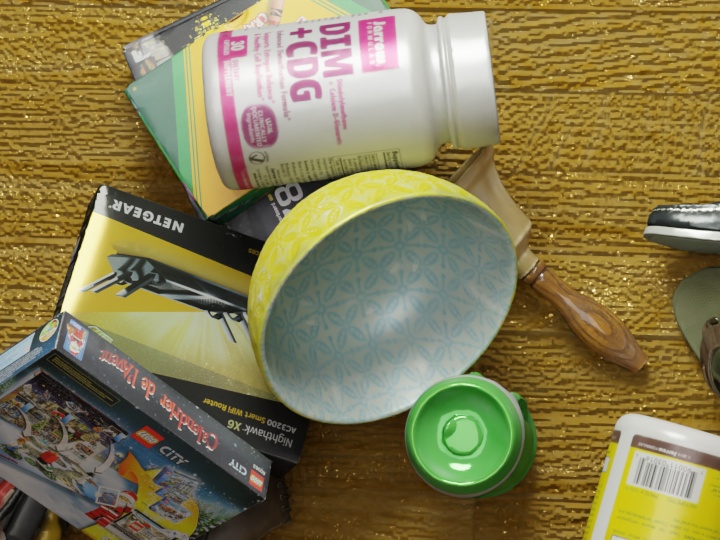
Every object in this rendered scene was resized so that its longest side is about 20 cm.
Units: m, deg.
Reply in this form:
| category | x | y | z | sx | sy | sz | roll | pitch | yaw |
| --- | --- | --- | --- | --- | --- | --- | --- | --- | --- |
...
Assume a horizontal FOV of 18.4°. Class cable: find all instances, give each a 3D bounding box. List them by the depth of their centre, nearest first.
| category | x | y | z | sx | sy | sz | roll | pitch | yaw |
| --- | --- | --- | --- | --- | --- | --- | --- | --- | --- |
| cable | -0.237 | 0.141 | 1.652 | 0.097 | 0.050 | 0.200 | 30 | 87 | -7 |

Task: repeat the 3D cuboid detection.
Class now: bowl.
| category | x | y | z | sx | sy | sz | roll | pitch | yaw |
| --- | --- | --- | --- | --- | --- | --- | --- | --- | --- |
| bowl | 0.000 | 0.000 | 1.583 | 0.200 | 0.200 | 0.108 | -39 | 44 | 2 |

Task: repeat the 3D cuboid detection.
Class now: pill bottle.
| category | x | y | z | sx | sy | sz | roll | pitch | yaw |
| --- | --- | --- | --- | --- | --- | --- | --- | --- | --- |
| pill bottle | -0.005 | -0.124 | 1.571 | 0.200 | 0.113 | 0.113 | -7 | 83 | 4 |
| pill bottle | 0.213 | 0.212 | 1.612 | 0.109 | 0.109 | 0.200 | 16 | 86 | 9 |

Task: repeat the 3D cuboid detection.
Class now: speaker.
| category | x | y | z | sx | sy | sz | roll | pitch | yaw |
| --- | --- | --- | --- | --- | --- | --- | --- | --- | --- |
| speaker | 0.081 | 0.120 | 1.593 | 0.088 | 0.200 | 0.089 | -1 | 84 | 7 |

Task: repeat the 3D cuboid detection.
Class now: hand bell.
| category | x | y | z | sx | sy | sz | roll | pitch | yaw |
| --- | --- | --- | --- | --- | --- | --- | --- | --- | --- |
| hand bell | 0.136 | 0.006 | 1.671 | 0.200 | 0.104 | 0.104 | 41 | 90 | -3 |

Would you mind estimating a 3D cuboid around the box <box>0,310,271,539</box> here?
| category | x | y | z | sx | sy | sz | roll | pitch | yaw |
| --- | --- | --- | --- | --- | --- | --- | --- | --- | --- |
| box | -0.181 | 0.124 | 1.573 | 0.137 | 0.038 | 0.200 | -32 | 123 | 32 |

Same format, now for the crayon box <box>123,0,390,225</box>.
| category | x | y | z | sx | sy | sz | roll | pitch | yaw |
| --- | --- | --- | --- | --- | --- | --- | --- | --- | --- |
| crayon box | -0.059 | -0.137 | 1.662 | 0.200 | 0.058 | 0.119 | -33 | 83 | 2 |

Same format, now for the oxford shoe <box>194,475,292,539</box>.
| category | x | y | z | sx | sy | sz | roll | pitch | yaw |
| --- | --- | --- | --- | --- | --- | --- | --- | --- | --- |
| oxford shoe | -0.088 | 0.155 | 1.689 | 0.084 | 0.073 | 0.200 | 21 | 82 | -17 |

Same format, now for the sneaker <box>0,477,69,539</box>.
| category | x | y | z | sx | sy | sz | roll | pitch | yaw |
| --- | --- | --- | --- | --- | --- | --- | --- | --- | --- |
| sneaker | -0.265 | 0.101 | 1.705 | 0.146 | 0.077 | 0.202 | 23 | 88 | 7 |

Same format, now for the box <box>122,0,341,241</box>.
| category | x | y | z | sx | sy | sz | roll | pitch | yaw |
| --- | --- | --- | --- | --- | --- | --- | --- | --- | --- |
| box | -0.071 | -0.115 | 1.716 | 0.161 | 0.049 | 0.200 | -25 | 83 | 6 |

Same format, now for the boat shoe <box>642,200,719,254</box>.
| category | x | y | z | sx | sy | sz | roll | pitch | yaw |
| --- | --- | --- | --- | --- | --- | --- | --- | --- | --- |
| boat shoe | 0.310 | -0.041 | 1.649 | 0.200 | 0.076 | 0.060 | 4 | 85 | -4 |

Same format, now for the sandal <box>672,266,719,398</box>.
| category | x | y | z | sx | sy | sz | roll | pitch | yaw |
| --- | --- | --- | --- | --- | --- | --- | --- | --- | --- |
| sandal | 0.285 | 0.072 | 1.607 | 0.080 | 0.057 | 0.201 | -48 | 48 | 24 |

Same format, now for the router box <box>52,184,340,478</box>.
| category | x | y | z | sx | sy | sz | roll | pitch | yaw |
| --- | --- | --- | --- | --- | --- | --- | --- | --- | --- |
| router box | -0.124 | 0.045 | 1.629 | 0.200 | 0.052 | 0.157 | 19 | 68 | -12 |
